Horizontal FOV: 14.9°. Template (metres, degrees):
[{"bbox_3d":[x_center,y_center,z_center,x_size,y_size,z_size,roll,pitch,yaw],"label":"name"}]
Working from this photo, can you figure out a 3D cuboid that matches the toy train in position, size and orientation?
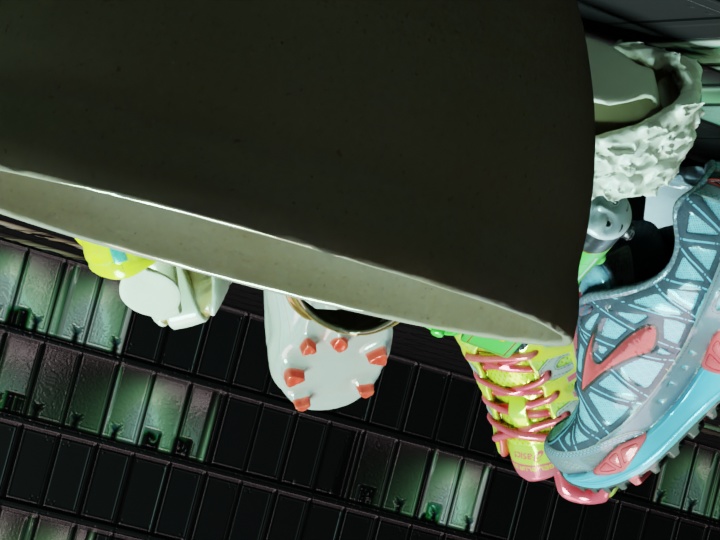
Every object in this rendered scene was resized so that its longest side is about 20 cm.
[{"bbox_3d":[0.069,-0.004,1.174,0.056,0.042,0.200,22,162,-4],"label":"toy train"}]

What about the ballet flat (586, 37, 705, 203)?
[{"bbox_3d":[0.033,-0.066,0.981,0.200,0.072,0.072,1,180,-20],"label":"ballet flat"}]

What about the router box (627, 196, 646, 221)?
[{"bbox_3d":[0.011,-0.055,1.214,0.149,0.051,0.200,-3,165,42],"label":"router box"}]

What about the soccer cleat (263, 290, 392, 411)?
[{"bbox_3d":[-0.024,-0.002,1.456,0.069,0.078,0.200,-12,141,-4],"label":"soccer cleat"}]

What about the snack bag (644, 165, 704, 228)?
[{"bbox_3d":[0.088,-0.018,1.374,0.188,0.021,0.200,14,152,18],"label":"snack bag"}]

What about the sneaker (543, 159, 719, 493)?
[{"bbox_3d":[0.131,0.020,1.219,0.096,0.079,0.200,42,134,1],"label":"sneaker"}]

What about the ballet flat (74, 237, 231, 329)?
[{"bbox_3d":[-0.092,-0.007,1.293,0.067,0.067,0.200,-18,169,8],"label":"ballet flat"}]

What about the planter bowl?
[{"bbox_3d":[-0.022,-0.068,0.754,0.200,0.135,0.200,15,175,1],"label":"planter bowl"}]

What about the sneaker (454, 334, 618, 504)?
[{"bbox_3d":[0.090,0.055,1.354,0.078,0.090,0.200,0,154,35],"label":"sneaker"}]

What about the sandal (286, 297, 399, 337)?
[{"bbox_3d":[0.000,0.000,1.215,0.080,0.054,0.200,8,170,-10],"label":"sandal"}]
